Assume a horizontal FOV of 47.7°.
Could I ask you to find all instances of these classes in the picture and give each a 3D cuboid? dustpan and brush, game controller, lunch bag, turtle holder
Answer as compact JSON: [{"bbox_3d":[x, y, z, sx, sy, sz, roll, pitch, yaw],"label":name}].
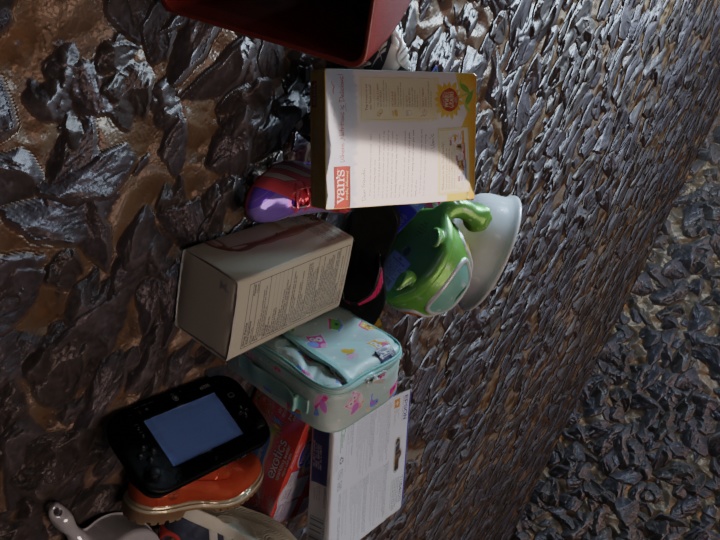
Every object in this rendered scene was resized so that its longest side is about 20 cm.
[{"bbox_3d":[-0.302,0.317,0.920,0.140,0.057,0.201,-56,159,-35],"label":"dustpan and brush"},{"bbox_3d":[-0.191,0.183,0.926,0.042,0.105,0.199,-40,166,33],"label":"game controller"},{"bbox_3d":[-0.057,0.103,0.975,0.160,0.199,0.078,-19,129,-49],"label":"lunch bag"},{"bbox_3d":[0.100,-0.021,1.184,0.132,0.140,0.187,37,65,-38],"label":"turtle holder"}]

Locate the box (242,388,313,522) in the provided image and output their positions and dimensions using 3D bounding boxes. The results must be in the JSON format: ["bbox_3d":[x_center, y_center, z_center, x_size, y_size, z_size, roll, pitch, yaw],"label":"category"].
[{"bbox_3d":[-0.104,0.236,1.120,0.099,0.095,0.202,-1,115,-60],"label":"box"}]

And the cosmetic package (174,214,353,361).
[{"bbox_3d":[-0.106,0.010,0.932,0.199,0.087,0.104,-23,134,-51],"label":"cosmetic package"}]

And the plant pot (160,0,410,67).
[{"bbox_3d":[-0.033,-0.309,0.691,0.176,0.199,0.201,-42,148,-56],"label":"plant pot"}]

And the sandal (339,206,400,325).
[{"bbox_3d":[0.000,0.000,1.001,0.045,0.074,0.201,-61,167,-49],"label":"sandal"}]

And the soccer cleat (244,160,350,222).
[{"bbox_3d":[-0.051,-0.091,0.947,0.199,0.076,0.067,-21,130,-53],"label":"soccer cleat"}]

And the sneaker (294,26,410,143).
[{"bbox_3d":[-0.016,-0.192,0.914,0.129,0.079,0.201,-17,118,-37],"label":"sneaker"}]

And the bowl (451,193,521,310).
[{"bbox_3d":[0.168,-0.044,1.297,0.201,0.090,0.203,-157,-90,-81],"label":"bowl"}]

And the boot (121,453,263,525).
[{"bbox_3d":[-0.189,0.235,0.995,0.199,0.075,0.108,0,108,-51],"label":"boot"}]

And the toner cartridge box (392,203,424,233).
[{"bbox_3d":[0.046,-0.081,1.047,0.095,0.043,0.200,-52,-177,-26],"label":"toner cartridge box"}]

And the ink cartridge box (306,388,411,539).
[{"bbox_3d":[-0.001,0.278,1.142,0.199,0.040,0.202,-14,112,-55],"label":"ink cartridge box"}]

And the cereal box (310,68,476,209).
[{"bbox_3d":[0.039,-0.145,0.893,0.198,0.039,0.145,-5,102,-30],"label":"cereal box"}]

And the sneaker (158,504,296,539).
[{"bbox_3d":[-0.167,0.352,1.044,0.085,0.199,0.075,-59,-177,13],"label":"sneaker"}]

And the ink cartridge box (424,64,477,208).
[{"bbox_3d":[0.111,-0.185,1.178,0.120,0.042,0.200,-55,149,-15],"label":"ink cartridge box"}]

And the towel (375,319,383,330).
[{"bbox_3d":[-0.001,0.090,1.248,0.086,0.018,0.201,-52,150,-21],"label":"towel"}]
